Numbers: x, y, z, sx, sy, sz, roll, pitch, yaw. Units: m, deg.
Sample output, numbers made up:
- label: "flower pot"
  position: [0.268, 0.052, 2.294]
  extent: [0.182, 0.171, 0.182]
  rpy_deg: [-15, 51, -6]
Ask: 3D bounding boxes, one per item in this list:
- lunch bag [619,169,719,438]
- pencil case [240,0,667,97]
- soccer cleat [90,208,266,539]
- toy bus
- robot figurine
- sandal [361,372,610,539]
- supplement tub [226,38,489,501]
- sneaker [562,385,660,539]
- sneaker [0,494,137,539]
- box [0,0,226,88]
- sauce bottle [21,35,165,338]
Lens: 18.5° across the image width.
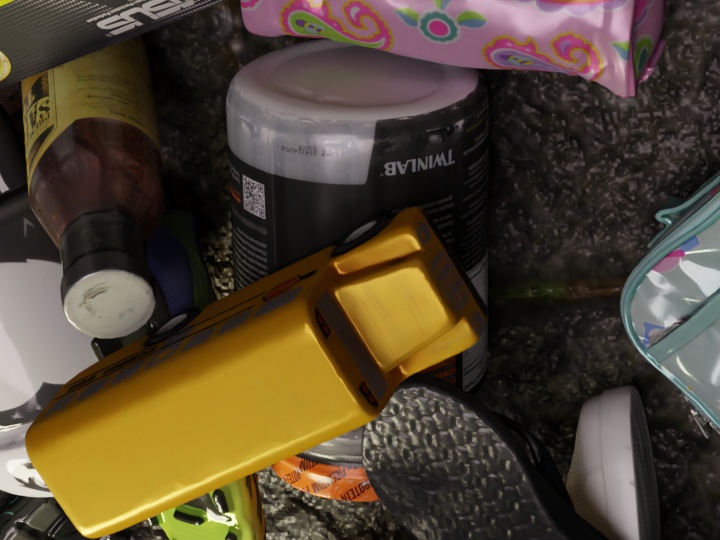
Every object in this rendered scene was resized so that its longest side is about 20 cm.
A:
- label: "lunch bag"
  position: [0.220, 0.002, 0.994]
  extent: [0.160, 0.077, 0.200]
  rpy_deg: [42, 120, -3]
- label: "pencil case"
  position: [0.039, -0.132, 0.995]
  extent: [0.200, 0.087, 0.088]
  rpy_deg: [10, 117, 15]
- label: "soccer cleat"
  position: [-0.077, 0.064, 1.081]
  extent: [0.065, 0.084, 0.200]
  rpy_deg: [2, 120, 34]
- label: "toy bus"
  position: [-0.046, 0.046, 0.967]
  extent: [0.200, 0.078, 0.065]
  rpy_deg: [-25, 104, 27]
- label: "robot figurine"
  position: [-0.172, 0.018, 1.113]
  extent: [0.150, 0.125, 0.200]
  rpy_deg: [-10, 110, 32]
- label: "sandal"
  position: [0.069, 0.111, 1.032]
  extent: [0.075, 0.048, 0.200]
  rpy_deg: [-26, 123, 28]
- label: "supplement tub"
  position: [0.000, 0.000, 1.046]
  extent: [0.122, 0.123, 0.200]
  rpy_deg: [8, 116, 16]
- label: "sneaker"
  position: [0.093, 0.149, 1.110]
  extent: [0.115, 0.074, 0.200]
  rpy_deg: [2, 116, 15]
- label: "sneaker"
  position: [-0.200, 0.157, 1.216]
  extent: [0.200, 0.079, 0.075]
  rpy_deg: [-47, 134, 11]
- label: "box"
  position: [-0.177, -0.142, 0.967]
  extent: [0.200, 0.044, 0.160]
  rpy_deg: [-14, 152, 41]
- label: "sauce bottle"
  position: [-0.123, -0.050, 1.023]
  extent: [0.066, 0.200, 0.066]
  rpy_deg: [-5, 129, -7]
